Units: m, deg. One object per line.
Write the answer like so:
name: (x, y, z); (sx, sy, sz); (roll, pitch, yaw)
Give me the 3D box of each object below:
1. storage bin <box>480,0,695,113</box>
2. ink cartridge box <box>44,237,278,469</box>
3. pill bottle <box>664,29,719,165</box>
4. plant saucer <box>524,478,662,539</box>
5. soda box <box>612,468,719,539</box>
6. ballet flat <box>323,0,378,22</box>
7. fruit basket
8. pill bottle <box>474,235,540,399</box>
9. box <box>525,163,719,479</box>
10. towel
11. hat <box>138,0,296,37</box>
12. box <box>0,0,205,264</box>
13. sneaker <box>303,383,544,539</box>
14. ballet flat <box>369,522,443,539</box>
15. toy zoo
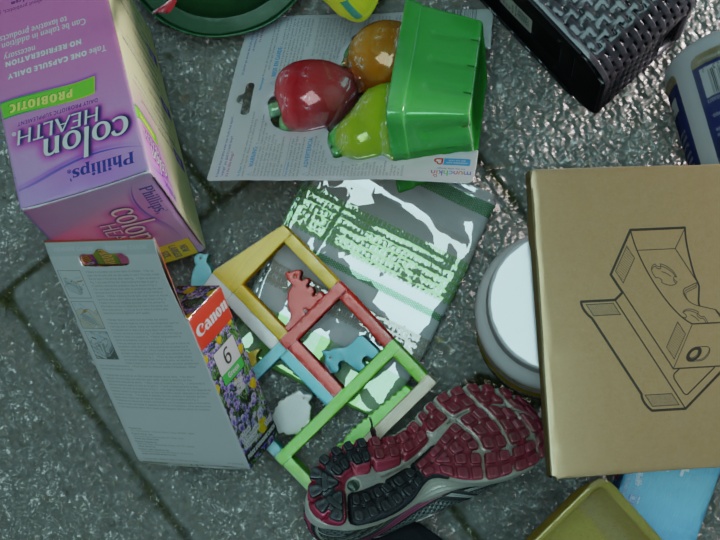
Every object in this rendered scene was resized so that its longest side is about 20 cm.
storage bin: (0.146, -0.229, 1.283); (0.094, 0.135, 0.200); (-41, 82, -2)
ink cartridge box: (-0.144, 0.051, 1.242); (0.109, 0.050, 0.200); (-1, 122, 33)
pill bottle: (0.301, -0.072, 1.247); (0.111, 0.111, 0.201); (-13, 70, 3)
plant saucer: (0.145, 0.265, 1.212); (0.200, 0.048, 0.200); (-44, 117, -3)
soda box: (0.240, 0.121, 1.268); (0.068, 0.064, 0.200); (20, 85, 5)
ballet flat: (-0.003, -0.269, 1.325); (0.067, 0.067, 0.200); (-18, 43, 25)
fruit basket: (-0.003, -0.129, 1.292); (0.199, 0.094, 0.186); (-4, 48, 15)
pill bottle: (0.139, 0.033, 1.219); (0.114, 0.200, 0.115); (0, 83, 4)
box: (0.194, 0.031, 1.107); (0.163, 0.021, 0.201); (-3, 83, -8)
towel: (0.000, 0.000, 1.320); (0.149, 0.031, 0.200); (25, 86, 8)
hat: (-0.117, -0.278, 1.277); (0.165, 0.176, 0.200); (-33, 74, -3)
box: (-0.200, -0.117, 1.261); (0.096, 0.176, 0.200); (-17, 72, 2)
sneaker: (0.047, 0.146, 1.271); (0.200, 0.075, 0.081); (-16, 63, -18)
ballet flat: (0.090, 0.250, 1.261); (0.200, 0.073, 0.073); (27, 86, 7)
toy zoo: (-0.056, 0.059, 1.298); (0.131, 0.020, 0.200); (-44, 85, 4)
